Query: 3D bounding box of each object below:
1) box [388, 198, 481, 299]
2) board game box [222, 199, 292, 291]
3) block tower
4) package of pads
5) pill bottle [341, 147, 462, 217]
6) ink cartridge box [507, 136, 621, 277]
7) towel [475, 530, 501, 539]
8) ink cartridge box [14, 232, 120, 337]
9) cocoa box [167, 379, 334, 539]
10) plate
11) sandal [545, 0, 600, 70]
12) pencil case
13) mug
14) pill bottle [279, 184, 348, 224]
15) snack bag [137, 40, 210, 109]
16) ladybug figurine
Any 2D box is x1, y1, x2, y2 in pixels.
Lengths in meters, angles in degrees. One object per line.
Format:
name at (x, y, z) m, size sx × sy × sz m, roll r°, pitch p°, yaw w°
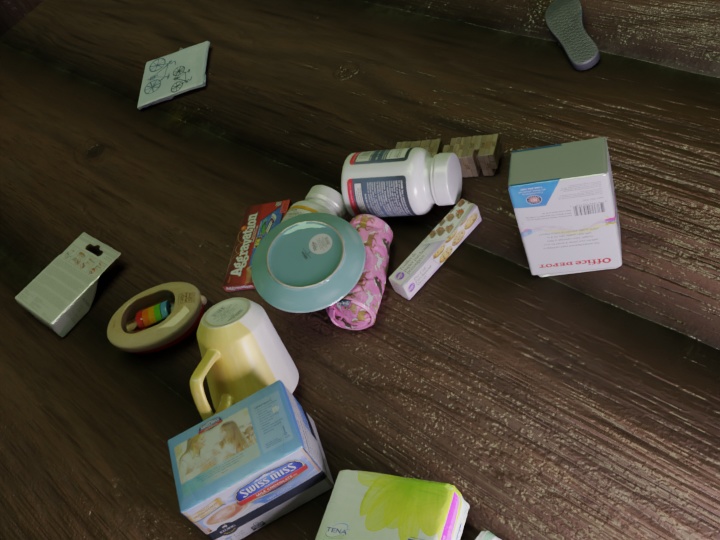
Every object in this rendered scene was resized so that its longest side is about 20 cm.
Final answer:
box at (0.130, -0.038, 1.402) m, size 0.200 × 0.042 × 0.038 m, roll -46°, pitch 48°, yaw -16°
board game box at (-0.196, -0.050, 1.584) m, size 0.101 × 0.020 × 0.202 m, roll -8°, pitch 50°, yaw 22°
block tower at (0.161, -0.207, 1.518) m, size 0.197 × 0.054 × 0.058 m, roll 0°, pitch 52°, yaw 27°
package of pads at (0.035, 0.349, 1.087) m, size 0.198 × 0.068 × 0.156 m, roll -4°, pitch 50°, yaw 35°
pill bottle at (0.076, -0.158, 1.472) m, size 0.197 × 0.120 × 0.121 m, roll -1°, pitch 52°, yaw 25°
ink cartridge box at (0.315, -0.091, 1.248) m, size 0.142 × 0.201 × 0.085 m, roll -6°, pitch 46°, yaw 20°
towel at (0.190, 0.425, 0.994) m, size 0.199 × 0.031 × 0.150 m, roll 24°, pitch 67°, yaw 38°
ink cartridge box at (-0.596, 0.025, 1.698) m, size 0.160 × 0.050 × 0.200 m, roll 23°, pitch 61°, yaw 38°
cocoa box at (-0.162, 0.285, 1.209) m, size 0.198 × 0.132 × 0.134 m, roll -28°, pitch 46°, yaw 1°
plate at (-0.090, -0.022, 1.366) m, size 0.197 × 0.026 × 0.203 m, roll -6°, pitch 55°, yaw 8°
sandal at (0.418, -0.468, 1.627) m, size 0.075 × 0.043 × 0.203 m, roll -20°, pitch 56°, yaw 19°
pencil case at (0.000, 0.000, 1.403) m, size 0.082 × 0.086 × 0.202 m, roll -17°, pitch 44°, yaw 36°
mug at (-0.187, 0.138, 1.293) m, size 0.147 × 0.155 × 0.187 m, roll -16°, pitch 28°, yaw 0°
pill bottle at (-0.100, -0.052, 1.473) m, size 0.111 × 0.113 × 0.202 m, roll 11°, pitch 59°, yaw 32°
snack bag at (-0.472, -0.500, 2.090) m, size 0.197 × 0.021 × 0.191 m, roll -16°, pitch 48°, yaw 14°
ladybug figurine at (-0.368, 0.093, 1.510) m, size 0.197 × 0.072 × 0.137 m, roll -18°, pitch 47°, yaw 12°
